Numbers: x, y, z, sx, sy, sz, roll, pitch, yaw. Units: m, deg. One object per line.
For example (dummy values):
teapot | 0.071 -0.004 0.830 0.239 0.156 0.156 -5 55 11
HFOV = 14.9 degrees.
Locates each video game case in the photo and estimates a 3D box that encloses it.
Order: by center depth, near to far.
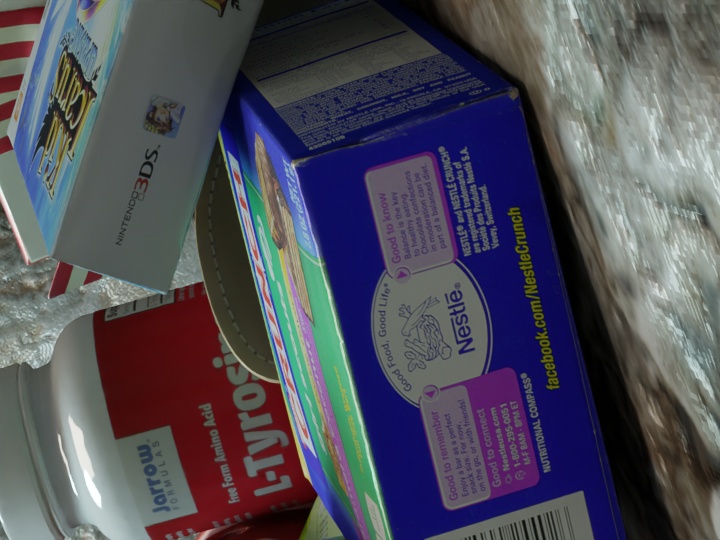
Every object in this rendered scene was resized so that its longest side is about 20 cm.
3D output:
video game case | -0.070 -0.105 0.948 0.200 0.045 0.182 -128 55 -72

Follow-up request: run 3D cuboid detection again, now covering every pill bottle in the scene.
pill bottle | -0.073 0.063 1.276 0.112 0.199 0.113 -16 -90 -89

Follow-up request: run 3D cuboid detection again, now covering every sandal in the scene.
sandal | -0.027 -0.051 1.066 0.070 0.077 0.213 74 -173 -72

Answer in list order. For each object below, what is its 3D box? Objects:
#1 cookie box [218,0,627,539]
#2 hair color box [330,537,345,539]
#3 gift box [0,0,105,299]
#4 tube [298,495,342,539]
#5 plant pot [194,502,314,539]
cookie box | 0.013 0.012 0.894 0.200 0.075 0.172 -129 23 -72
hair color box | -0.015 0.139 0.913 0.109 0.199 0.065 21 110 47
gift box | -0.141 -0.114 1.389 0.185 0.199 0.187 65 175 -30
tube | -0.025 0.164 1.148 0.058 0.052 0.201 40 131 31
plant pot | -0.021 0.202 1.303 0.183 0.200 0.201 -56 -50 -60
